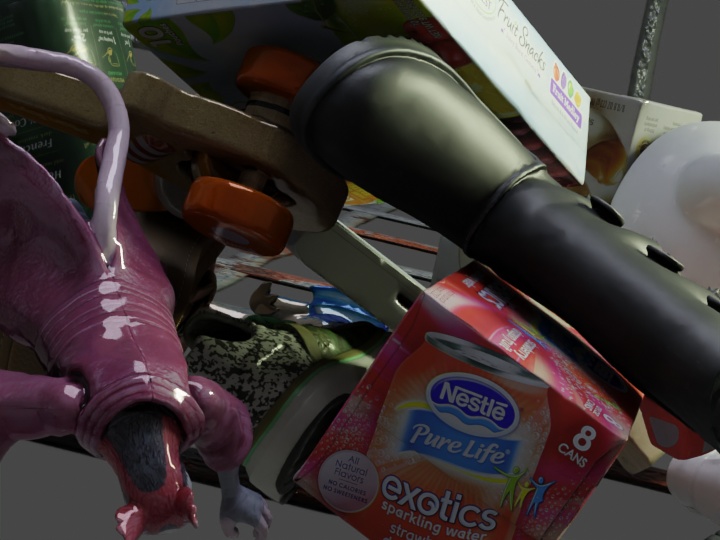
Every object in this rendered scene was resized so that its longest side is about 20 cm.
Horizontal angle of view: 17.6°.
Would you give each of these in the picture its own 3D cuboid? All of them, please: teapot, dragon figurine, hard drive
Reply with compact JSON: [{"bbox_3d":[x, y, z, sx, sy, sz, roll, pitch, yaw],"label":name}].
[{"bbox_3d":[0.227,0.019,1.283,0.145,0.199,0.200,13,11,32],"label":"teapot"},{"bbox_3d":[-0.022,0.041,1.307,0.199,0.059,0.099,21,8,30],"label":"dragon figurine"},{"bbox_3d":[0.000,0.000,1.168,0.132,0.026,0.200,37,1,-18],"label":"hard drive"}]

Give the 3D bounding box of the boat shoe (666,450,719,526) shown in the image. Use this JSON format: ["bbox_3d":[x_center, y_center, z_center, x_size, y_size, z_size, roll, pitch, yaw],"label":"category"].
[{"bbox_3d":[0.225,0.099,1.213,0.065,0.074,0.200,21,9,31],"label":"boat shoe"}]

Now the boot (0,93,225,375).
[{"bbox_3d":[-0.120,0.022,1.132,0.076,0.201,0.156,23,-29,2],"label":"boot"}]

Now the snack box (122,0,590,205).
[{"bbox_3d":[0.004,-0.093,1.049,0.141,0.053,0.200,-2,-23,27],"label":"snack box"}]

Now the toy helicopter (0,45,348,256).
[{"bbox_3d":[-0.099,-0.062,1.027,0.199,0.079,0.132,20,-12,8],"label":"toy helicopter"}]

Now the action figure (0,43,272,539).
[{"bbox_3d":[-0.091,0.026,0.902,0.133,0.150,0.200,2,35,-27],"label":"action figure"}]

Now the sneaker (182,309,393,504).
[{"bbox_3d":[-0.038,0.042,1.082,0.088,0.077,0.200,39,7,1],"label":"sneaker"}]

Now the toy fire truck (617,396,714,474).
[{"bbox_3d":[0.119,0.055,1.158,0.049,0.142,0.200,-38,41,-21],"label":"toy fire truck"}]

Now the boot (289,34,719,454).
[{"bbox_3d":[0.079,-0.004,0.936,0.200,0.066,0.164,46,15,34],"label":"boot"}]

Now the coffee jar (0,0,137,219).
[{"bbox_3d":[-0.158,-0.051,1.273,0.085,0.201,0.104,-16,-6,23],"label":"coffee jar"}]

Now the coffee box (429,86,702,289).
[{"bbox_3d":[0.112,-0.007,1.343,0.114,0.201,0.080,15,6,33],"label":"coffee box"}]

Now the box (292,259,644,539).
[{"bbox_3d":[0.053,0.064,0.970,0.099,0.096,0.200,36,9,6],"label":"box"}]

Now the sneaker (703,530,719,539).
[{"bbox_3d":[0.120,0.137,0.747,0.076,0.076,0.200,24,22,28],"label":"sneaker"}]
